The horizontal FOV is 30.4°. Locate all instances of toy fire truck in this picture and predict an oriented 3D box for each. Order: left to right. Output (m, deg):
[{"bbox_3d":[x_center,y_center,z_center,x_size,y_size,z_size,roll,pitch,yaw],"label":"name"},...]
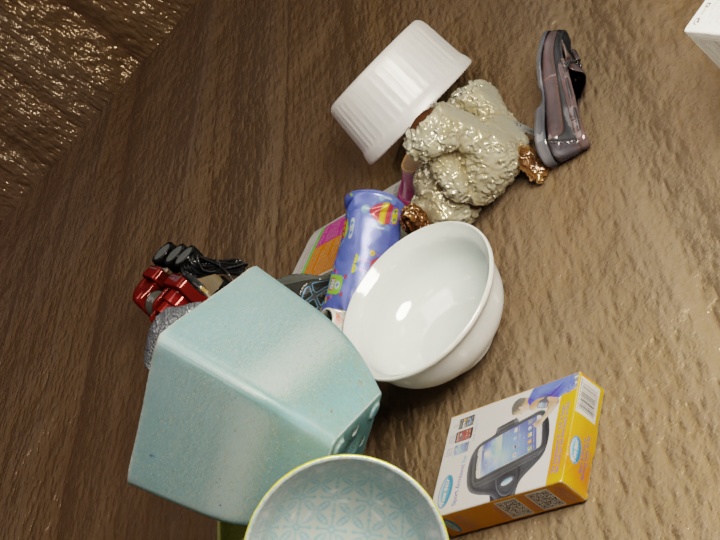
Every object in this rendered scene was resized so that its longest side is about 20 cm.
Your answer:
[{"bbox_3d":[-0.310,0.072,2.128,0.200,0.129,0.176,-49,23,-15],"label":"toy fire truck"}]

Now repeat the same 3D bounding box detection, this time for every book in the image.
[{"bbox_3d":[-0.008,-0.038,1.798,0.199,0.048,0.134,-28,33,42],"label":"book"}]

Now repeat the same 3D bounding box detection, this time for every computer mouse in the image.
[{"bbox_3d":[-0.147,0.032,1.761,0.200,0.140,0.046,43,113,32],"label":"computer mouse"}]

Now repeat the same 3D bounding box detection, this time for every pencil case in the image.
[{"bbox_3d":[0.000,0.000,1.603,0.087,0.078,0.202,1,77,52],"label":"pencil case"}]

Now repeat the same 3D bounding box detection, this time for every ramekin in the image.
[{"bbox_3d":[0.051,-0.251,1.825,0.200,0.098,0.200,-45,5,5],"label":"ramekin"}]

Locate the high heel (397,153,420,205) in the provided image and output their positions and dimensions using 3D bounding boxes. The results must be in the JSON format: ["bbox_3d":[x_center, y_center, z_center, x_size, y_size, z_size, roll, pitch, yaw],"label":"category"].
[{"bbox_3d":[0.099,-0.139,1.749,0.067,0.097,0.201,7,37,15],"label":"high heel"}]

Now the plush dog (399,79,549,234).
[{"bbox_3d":[0.123,-0.110,1.589,0.172,0.160,0.200,-54,-8,33],"label":"plush dog"}]

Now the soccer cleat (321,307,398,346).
[{"bbox_3d":[-0.009,0.077,1.508,0.198,0.086,0.069,-14,32,-16],"label":"soccer cleat"}]

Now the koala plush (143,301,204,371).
[{"bbox_3d":[-0.197,0.145,1.703,0.178,0.183,0.200,-48,17,13],"label":"koala plush"}]

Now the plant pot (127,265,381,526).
[{"bbox_3d":[-0.095,0.151,1.380,0.196,0.199,0.198,-40,-27,-55],"label":"plant pot"}]

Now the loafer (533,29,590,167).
[{"bbox_3d":[0.245,-0.207,1.557,0.062,0.072,0.201,-13,49,27],"label":"loafer"}]

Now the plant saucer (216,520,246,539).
[{"bbox_3d":[-0.093,0.235,1.589,0.200,0.048,0.200,-44,26,19],"label":"plant saucer"}]

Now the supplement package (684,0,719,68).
[{"bbox_3d":[0.420,-0.213,1.134,0.152,0.150,0.200,-54,24,-2],"label":"supplement package"}]

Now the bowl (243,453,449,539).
[{"bbox_3d":[-0.017,0.276,1.271,0.201,0.199,0.108,-57,1,-7],"label":"bowl"}]

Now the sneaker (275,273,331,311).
[{"bbox_3d":[-0.056,0.047,1.672,0.198,0.073,0.082,-20,44,8],"label":"sneaker"}]

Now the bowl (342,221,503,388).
[{"bbox_3d":[0.084,0.053,1.440,0.200,0.090,0.202,-29,39,26],"label":"bowl"}]

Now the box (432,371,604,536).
[{"bbox_3d":[0.138,0.179,1.262,0.199,0.041,0.120,-25,37,43],"label":"box"}]
